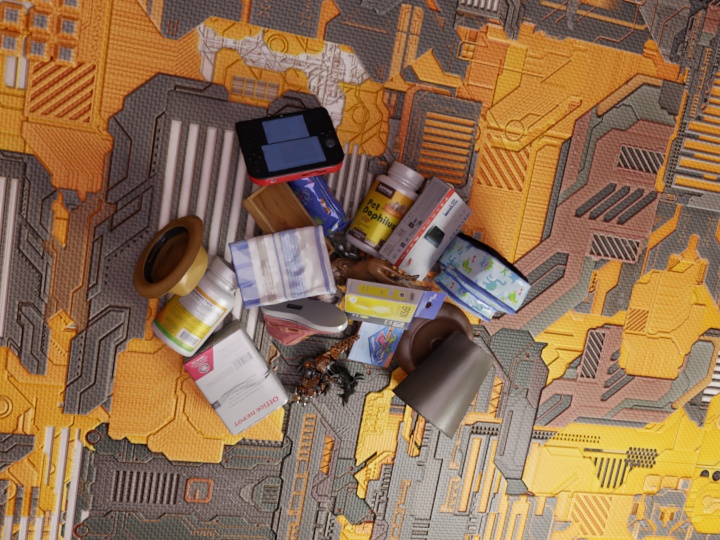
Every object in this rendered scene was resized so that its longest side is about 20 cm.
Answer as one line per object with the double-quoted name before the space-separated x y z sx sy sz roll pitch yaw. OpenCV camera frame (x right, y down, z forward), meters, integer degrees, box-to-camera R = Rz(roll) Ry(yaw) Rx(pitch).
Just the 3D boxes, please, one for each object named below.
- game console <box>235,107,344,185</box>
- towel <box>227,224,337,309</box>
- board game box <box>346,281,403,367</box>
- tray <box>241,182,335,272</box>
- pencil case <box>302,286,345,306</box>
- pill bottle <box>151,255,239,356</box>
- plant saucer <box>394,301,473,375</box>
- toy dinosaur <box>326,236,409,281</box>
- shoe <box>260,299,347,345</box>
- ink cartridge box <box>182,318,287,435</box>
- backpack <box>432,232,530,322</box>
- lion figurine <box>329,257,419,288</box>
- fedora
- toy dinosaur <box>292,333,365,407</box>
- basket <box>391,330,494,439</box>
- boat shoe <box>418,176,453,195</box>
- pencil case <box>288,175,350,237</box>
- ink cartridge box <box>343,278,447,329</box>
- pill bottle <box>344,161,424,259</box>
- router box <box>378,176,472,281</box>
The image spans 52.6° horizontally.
"game console" -0.144 -0.257 1.487 0.199 0.031 0.178 -12 60 -11
"towel" -0.157 -0.006 1.478 0.199 0.024 0.148 -10 103 1
"board game box" 0.048 0.125 1.647 0.102 0.019 0.201 15 115 -15
"tray" -0.149 -0.091 1.516 0.099 0.037 0.200 -45 106 -35
"pencil case" -0.121 0.011 1.579 0.089 0.078 0.200 -36 109 26
"pill bottle" -0.333 0.070 1.524 0.111 0.111 0.200 40 90 -18
"plant saucer" 0.179 0.173 1.711 0.199 0.037 0.202 -3 102 -14
"toy dinosaur" 0.000 0.000 1.604 0.199 0.048 0.088 26 132 -13
"shoe" -0.118 0.115 1.565 0.199 0.072 0.091 11 132 18
"ink cartridge box" -0.271 0.232 1.587 0.145 0.083 0.201 -32 108 -6
"backpack" 0.270 0.025 1.616 0.183 0.200 0.147 32 93 -18
"lion figurine" 0.014 0.004 1.513 0.122 0.199 0.073 39 50 -32
"fedora" -0.367 -0.015 1.470 0.201 0.201 0.082 -46 130 -1
"toy dinosaur" -0.067 0.231 1.635 0.136 0.102 0.200 38 117 1
"basket" 0.200 0.248 1.647 0.180 0.136 0.200 40 87 -13
"boat shoe" 0.130 -0.121 1.636 0.062 0.073 0.201 38 100 25
"pencil case" -0.099 -0.164 1.546 0.078 0.087 0.201 -39 109 -22
"ink cartridge box" 0.065 0.076 1.509 0.199 0.198 0.047 11 71 2
"pill bottle" 0.057 -0.130 1.579 0.109 0.109 0.201 28 94 -17
"router box" 0.145 -0.085 1.577 0.049 0.179 0.200 39 96 26
